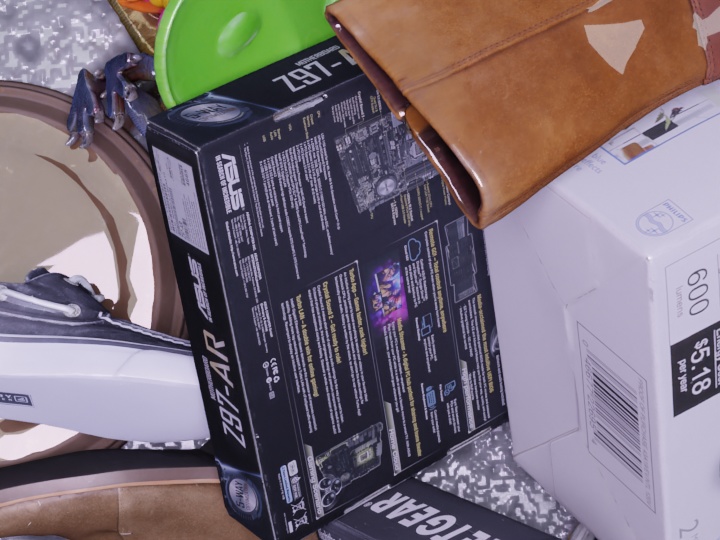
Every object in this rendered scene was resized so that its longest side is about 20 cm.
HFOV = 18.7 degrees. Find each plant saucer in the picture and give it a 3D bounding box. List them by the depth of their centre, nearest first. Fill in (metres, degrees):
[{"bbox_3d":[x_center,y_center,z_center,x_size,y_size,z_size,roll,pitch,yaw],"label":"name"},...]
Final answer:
[{"bbox_3d":[-0.178,0.007,1.044,0.199,0.029,0.201,0,87,-3],"label":"plant saucer"}]

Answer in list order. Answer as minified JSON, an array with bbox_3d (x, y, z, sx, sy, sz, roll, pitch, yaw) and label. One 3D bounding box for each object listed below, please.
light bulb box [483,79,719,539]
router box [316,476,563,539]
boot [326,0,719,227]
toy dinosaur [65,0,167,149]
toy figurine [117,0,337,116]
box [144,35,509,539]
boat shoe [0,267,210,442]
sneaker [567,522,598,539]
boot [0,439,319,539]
[{"bbox_3d":[0.168,-0.002,0.937,0.199,0.125,0.199,-27,132,-20],"label":"light bulb box"},{"bbox_3d":[0.052,0.176,0.940,0.051,0.200,0.150,-21,102,-19],"label":"router box"},{"bbox_3d":[0.076,-0.133,0.866,0.199,0.069,0.189,-27,77,-13],"label":"boot"},{"bbox_3d":[-0.036,-0.071,1.026,0.181,0.105,0.201,7,66,-26],"label":"toy dinosaur"},{"bbox_3d":[-0.064,-0.164,0.987,0.200,0.184,0.150,-48,132,-13],"label":"toy figurine"},{"bbox_3d":[0.000,0.000,0.956,0.160,0.043,0.201,-27,124,-27],"label":"box"},{"bbox_3d":[-0.141,0.032,0.999,0.199,0.072,0.068,5,62,2],"label":"boat shoe"},{"bbox_3d":[0.191,0.105,1.020,0.199,0.088,0.076,-34,88,-4],"label":"sneaker"},{"bbox_3d":[-0.098,0.118,1.009,0.199,0.074,0.076,-3,98,-17],"label":"boot"}]
